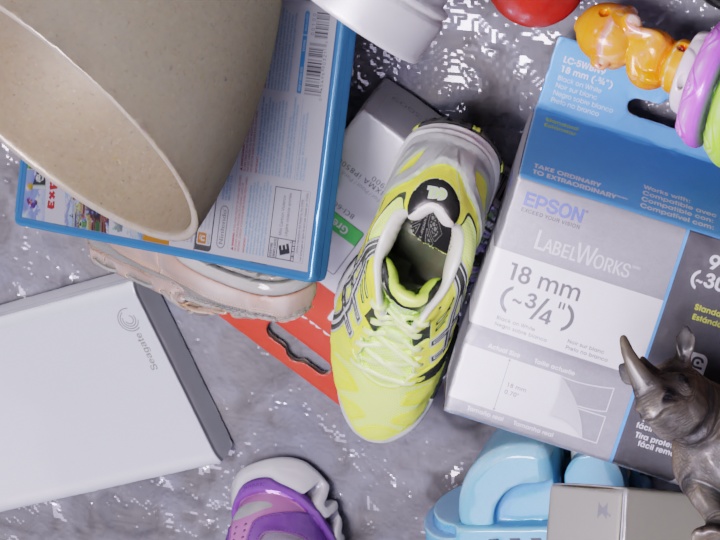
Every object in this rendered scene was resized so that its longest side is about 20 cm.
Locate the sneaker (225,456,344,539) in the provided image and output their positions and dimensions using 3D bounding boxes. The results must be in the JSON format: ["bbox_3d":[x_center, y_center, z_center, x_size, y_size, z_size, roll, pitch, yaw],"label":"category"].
[{"bbox_3d":[-0.027,0.217,1.434,0.080,0.089,0.201,-23,110,27],"label":"sneaker"}]

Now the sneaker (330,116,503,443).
[{"bbox_3d":[0.019,0.015,1.252,0.075,0.077,0.201,17,123,7],"label":"sneaker"}]

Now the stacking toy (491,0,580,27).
[{"bbox_3d":[0.134,-0.191,1.158,0.085,0.085,0.200,45,127,-9],"label":"stacking toy"}]

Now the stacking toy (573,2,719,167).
[{"bbox_3d":[0.198,-0.088,1.175,0.199,0.116,0.110,23,150,17],"label":"stacking toy"}]

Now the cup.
[{"bbox_3d":[-0.118,-0.133,1.148,0.200,0.143,0.200,34,162,13],"label":"cup"}]

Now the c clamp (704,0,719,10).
[{"bbox_3d":[0.245,-0.163,1.110,0.199,0.171,0.027,-5,72,26],"label":"c clamp"}]

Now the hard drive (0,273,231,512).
[{"bbox_3d":[-0.194,0.080,1.453,0.199,0.027,0.132,-15,112,25],"label":"hard drive"}]

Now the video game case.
[{"bbox_3d":[-0.097,-0.081,1.240,0.199,0.018,0.144,11,97,30],"label":"video game case"}]

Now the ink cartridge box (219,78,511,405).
[{"bbox_3d":[0.000,0.000,1.325,0.109,0.050,0.200,36,123,-2],"label":"ink cartridge box"}]

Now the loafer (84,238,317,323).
[{"bbox_3d":[-0.092,-0.007,1.308,0.200,0.072,0.063,28,128,43],"label":"loafer"}]

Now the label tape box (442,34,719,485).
[{"bbox_3d":[0.139,-0.004,1.221,0.143,0.063,0.201,17,104,1],"label":"label tape box"}]

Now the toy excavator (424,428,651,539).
[{"bbox_3d":[0.124,0.105,1.322,0.193,0.100,0.201,-4,108,20],"label":"toy excavator"}]

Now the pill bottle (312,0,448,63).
[{"bbox_3d":[0.049,-0.205,1.120,0.111,0.111,0.201,34,101,-1],"label":"pill bottle"}]

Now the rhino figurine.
[{"bbox_3d":[0.187,0.099,1.168,0.060,0.088,0.200,-31,117,27],"label":"rhino figurine"}]

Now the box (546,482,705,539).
[{"bbox_3d":[0.197,0.160,1.257,0.068,0.199,0.083,-2,81,58],"label":"box"}]
